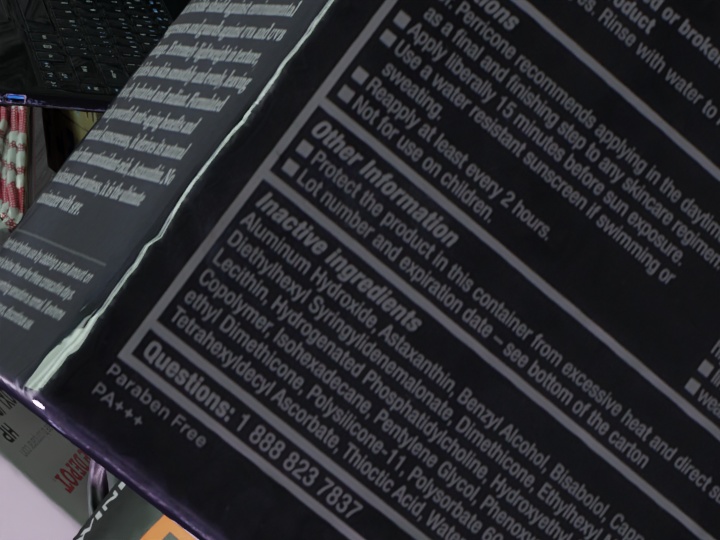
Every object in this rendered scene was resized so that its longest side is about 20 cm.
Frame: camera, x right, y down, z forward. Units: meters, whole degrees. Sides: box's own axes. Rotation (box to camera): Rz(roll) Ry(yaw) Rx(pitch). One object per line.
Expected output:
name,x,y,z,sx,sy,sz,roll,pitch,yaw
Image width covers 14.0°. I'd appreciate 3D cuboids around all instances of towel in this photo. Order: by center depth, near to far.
towel,-0.165,-0.029,1.342,0.201,0.030,0.147,-96,7,-48

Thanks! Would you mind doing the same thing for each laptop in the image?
laptop,-0.073,-0.132,1.099,0.177,0.199,0.104,-118,36,-63

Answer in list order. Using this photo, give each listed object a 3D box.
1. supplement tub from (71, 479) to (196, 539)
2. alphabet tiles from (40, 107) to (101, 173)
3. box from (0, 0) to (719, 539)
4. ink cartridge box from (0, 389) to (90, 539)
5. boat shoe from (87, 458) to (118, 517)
supplement tub,-0.013,0.090,0.736,0.200,0.122,0.122,-53,17,-3
alphabet tiles,-0.131,-0.070,1.327,0.167,0.007,0.201,-148,52,-72
box,0.054,0.000,0.618,0.199,0.200,0.123,-52,16,-6
ink cartridge box,-0.206,0.073,1.093,0.145,0.200,0.147,-47,2,5
boat shoe,-0.071,0.128,0.868,0.201,0.062,0.073,-78,9,-47
